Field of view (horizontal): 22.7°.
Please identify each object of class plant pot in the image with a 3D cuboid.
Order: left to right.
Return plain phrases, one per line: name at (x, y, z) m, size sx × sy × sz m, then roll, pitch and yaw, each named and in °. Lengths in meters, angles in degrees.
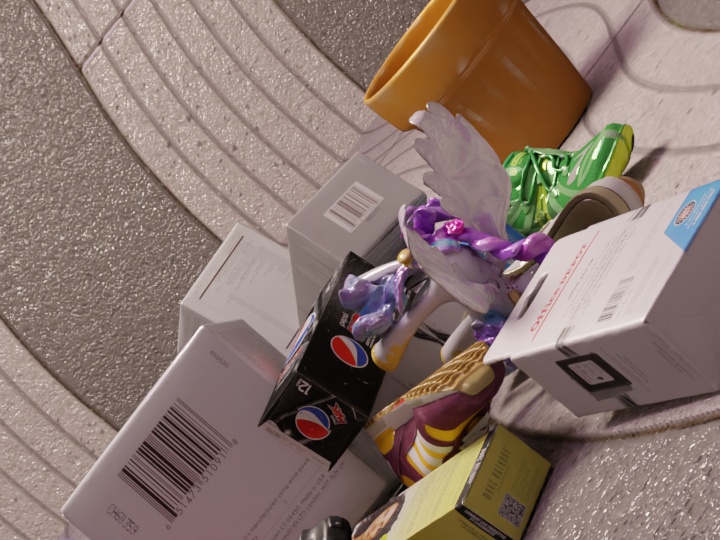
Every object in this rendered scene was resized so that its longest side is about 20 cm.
plant pot at (0.135, -0.199, 1.881) m, size 0.200 × 0.183 × 0.200 m, roll -51°, pitch 9°, yaw 12°

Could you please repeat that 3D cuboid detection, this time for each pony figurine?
pony figurine at (0.077, 0.000, 1.306) m, size 0.200 × 0.193 × 0.167 m, roll -36°, pitch 27°, yaw 40°

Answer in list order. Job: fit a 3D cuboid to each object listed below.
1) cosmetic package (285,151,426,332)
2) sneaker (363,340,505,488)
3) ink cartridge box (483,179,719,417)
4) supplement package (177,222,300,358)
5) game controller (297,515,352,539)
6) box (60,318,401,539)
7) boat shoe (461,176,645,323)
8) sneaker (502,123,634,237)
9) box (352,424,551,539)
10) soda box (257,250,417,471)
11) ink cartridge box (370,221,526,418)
cosmetic package at (0.000, 0.000, 1.620) m, size 0.107 × 0.090 × 0.200 m, roll -48°, pitch -26°, yaw -22°
sneaker at (0.071, 0.115, 1.278) m, size 0.075 × 0.090 × 0.200 m, roll -34°, pitch -4°, yaw -20°
ink cartridge box at (0.172, 0.023, 1.132) m, size 0.116 × 0.067 × 0.200 m, roll -56°, pitch 14°, yaw -22°
supplement package at (-0.067, 0.065, 1.758) m, size 0.114 × 0.199 × 0.110 m, roll -56°, pitch -10°, yaw -28°
game controller at (-0.031, 0.265, 1.223) m, size 0.201 × 0.042 × 0.105 m, roll -92°, pitch 16°, yaw -51°
box at (-0.098, 0.178, 1.463) m, size 0.199 × 0.200 × 0.131 m, roll -52°, pitch -8°, yaw 7°
boat shoe at (0.153, 0.006, 1.376) m, size 0.068 × 0.075 × 0.200 m, roll -31°, pitch -13°, yaw -50°
sneaker at (0.163, -0.072, 1.552) m, size 0.200 × 0.083 × 0.074 m, roll -41°, pitch 14°, yaw 51°
box at (0.049, 0.183, 1.246) m, size 0.200 × 0.050 × 0.075 m, roll -42°, pitch 14°, yaw 47°
soda box at (-0.016, 0.067, 1.410) m, size 0.063 × 0.071 × 0.200 m, roll -55°, pitch 6°, yaw 29°
ink cartridge box at (0.068, 0.055, 1.541) m, size 0.200 × 0.084 × 0.145 m, roll -54°, pitch 8°, yaw -10°
